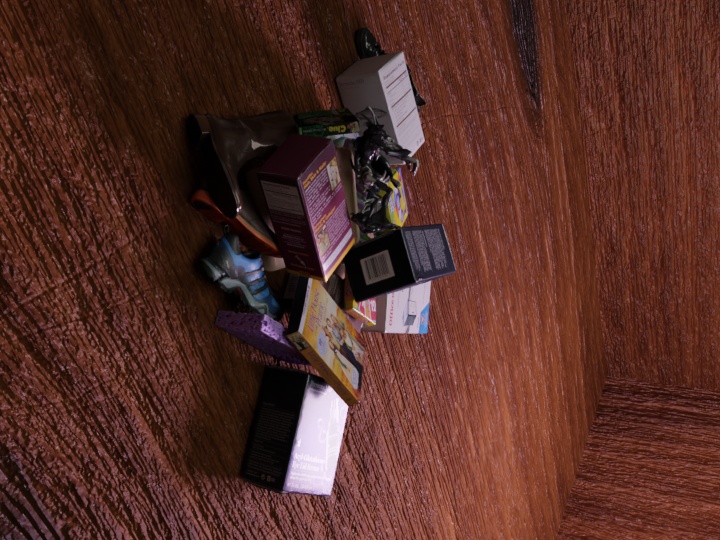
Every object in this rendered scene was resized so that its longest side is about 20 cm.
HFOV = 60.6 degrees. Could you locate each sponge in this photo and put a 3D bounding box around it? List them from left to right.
[{"bbox_3d":[-0.147,0.121,1.068,0.199,0.109,0.031,39,59,-49],"label":"sponge"}]

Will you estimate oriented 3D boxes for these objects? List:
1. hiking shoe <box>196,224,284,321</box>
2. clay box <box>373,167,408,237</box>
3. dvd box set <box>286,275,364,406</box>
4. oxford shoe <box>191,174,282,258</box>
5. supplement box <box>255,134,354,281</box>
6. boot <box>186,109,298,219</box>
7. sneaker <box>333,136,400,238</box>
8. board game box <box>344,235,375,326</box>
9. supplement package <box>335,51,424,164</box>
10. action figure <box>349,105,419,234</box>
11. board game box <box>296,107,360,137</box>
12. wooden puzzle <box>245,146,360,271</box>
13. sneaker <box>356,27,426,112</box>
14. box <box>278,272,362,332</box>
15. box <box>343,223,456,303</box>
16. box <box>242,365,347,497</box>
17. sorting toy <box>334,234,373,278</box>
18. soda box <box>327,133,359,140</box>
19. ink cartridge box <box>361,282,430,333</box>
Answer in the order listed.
[{"bbox_3d":[-0.179,0.016,1.030,0.088,0.073,0.200,-54,138,-10],"label":"hiking shoe"},{"bbox_3d":[0.061,-0.145,1.367,0.201,0.046,0.119,-61,142,-63],"label":"clay box"},{"bbox_3d":[-0.056,0.120,1.094,0.202,0.029,0.149,55,26,-32],"label":"dvd box set"},{"bbox_3d":[-0.183,-0.090,1.017,0.199,0.070,0.074,41,61,-39],"label":"oxford shoe"},{"bbox_3d":[-0.084,-0.100,0.999,0.111,0.083,0.204,-54,145,-39],"label":"supplement box"},{"bbox_3d":[-0.159,-0.178,0.990,0.196,0.064,0.191,-11,72,-43],"label":"boot"},{"bbox_3d":[0.019,-0.151,1.166,0.078,0.136,0.205,-47,132,-43],"label":"sneaker"},{"bbox_3d":[0.000,0.000,1.254,0.095,0.029,0.206,38,44,-52],"label":"board game box"},{"bbox_3d":[0.046,-0.342,1.320,0.118,0.114,0.205,-49,130,-42],"label":"supplement package"},{"bbox_3d":[0.034,-0.168,1.050,0.099,0.118,0.208,6,81,-28],"label":"action figure"},{"bbox_3d":[-0.061,-0.262,1.089,0.201,0.101,0.024,-107,-172,-69],"label":"board game box"},{"bbox_3d":[-0.101,-0.113,1.107,0.194,0.046,0.191,-16,118,-21],"label":"wooden puzzle"},{"bbox_3d":[0.068,-0.441,1.358,0.061,0.102,0.203,-54,133,-37],"label":"sneaker"},{"bbox_3d":[-0.069,0.062,1.216,0.199,0.073,0.103,39,60,-48],"label":"box"},{"bbox_3d":[0.080,-0.017,1.221,0.198,0.145,0.108,-11,83,-59],"label":"box"},{"bbox_3d":[-0.112,0.293,1.126,0.147,0.102,0.207,29,68,-51],"label":"box"},{"bbox_3d":[-0.037,-0.101,1.290,0.186,0.035,0.205,-51,136,-42],"label":"sorting toy"},{"bbox_3d":[-0.077,-0.226,1.192,0.202,0.062,0.069,-58,136,-35],"label":"soda box"},{"bbox_3d":[0.080,0.069,1.427,0.198,0.084,0.152,8,85,-57],"label":"ink cartridge box"}]
